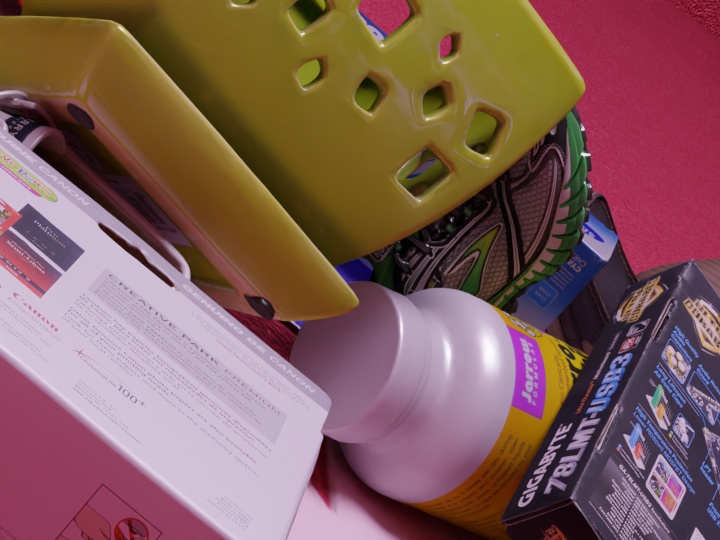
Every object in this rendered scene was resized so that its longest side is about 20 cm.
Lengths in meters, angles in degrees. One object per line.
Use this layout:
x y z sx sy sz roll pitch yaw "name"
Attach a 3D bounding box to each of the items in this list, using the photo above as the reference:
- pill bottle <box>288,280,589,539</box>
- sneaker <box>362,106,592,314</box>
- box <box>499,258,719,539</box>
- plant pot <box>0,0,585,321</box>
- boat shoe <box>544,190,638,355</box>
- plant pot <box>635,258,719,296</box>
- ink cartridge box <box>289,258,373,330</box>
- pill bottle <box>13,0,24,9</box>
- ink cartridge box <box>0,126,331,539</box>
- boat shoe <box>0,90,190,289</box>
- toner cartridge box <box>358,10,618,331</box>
0.059 0.073 1.112 0.199 0.104 0.104 26 21 -41 "pill bottle"
0.050 -0.016 1.141 0.085 0.201 0.078 7 37 -28 "sneaker"
0.168 0.128 1.088 0.200 0.050 0.199 53 38 -15 "box"
-0.053 -0.093 1.045 0.199 0.182 0.200 49 -18 -26 "plant pot"
0.156 0.045 1.289 0.075 0.073 0.201 -47 126 -51 "boat shoe"
0.253 0.058 1.518 0.201 0.093 0.201 46 -4 4 "plant pot"
0.000 0.000 1.285 0.198 0.043 0.200 40 17 -3 "ink cartridge box"
-0.181 -0.216 1.295 0.114 0.114 0.200 23 16 -47 "pill bottle"
-0.117 0.041 0.827 0.200 0.084 0.176 40 16 -4 "ink cartridge box"
-0.151 -0.046 0.971 0.200 0.070 0.071 45 46 4 "boat shoe"
0.032 -0.044 1.229 0.200 0.095 0.043 40 25 -2 "toner cartridge box"
